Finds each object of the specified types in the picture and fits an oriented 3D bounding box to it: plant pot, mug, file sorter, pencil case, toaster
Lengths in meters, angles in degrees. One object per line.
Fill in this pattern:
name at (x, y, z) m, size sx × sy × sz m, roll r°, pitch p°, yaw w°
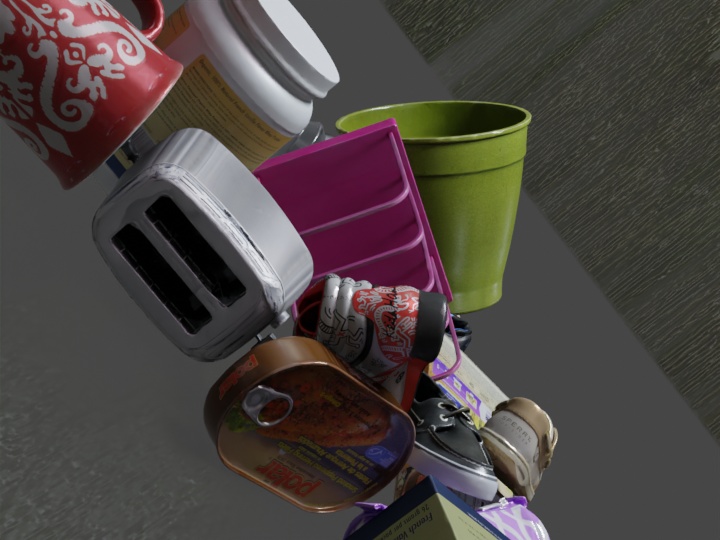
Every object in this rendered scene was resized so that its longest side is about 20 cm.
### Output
plant pot at (0.078, -0.061, 1.977) m, size 0.201 × 0.198 × 0.195 m, roll -77°, pitch 165°, yaw -74°
mug at (-0.250, -0.186, 1.481) m, size 0.200 × 0.133 × 0.178 m, roll 44°, pitch 20°, yaw -15°
file sorter at (0.000, 0.000, 1.684) m, size 0.126 × 0.138 × 0.201 m, roll -104°, pitch 175°, yaw -55°
pencil case at (0.070, 0.219, 1.485) m, size 0.199 × 0.083 × 0.086 m, roll 5°, pitch 89°, yaw -52°
toaster at (-0.128, -0.024, 1.496) m, size 0.200 × 0.113 × 0.129 m, roll 52°, pitch 15°, yaw -9°

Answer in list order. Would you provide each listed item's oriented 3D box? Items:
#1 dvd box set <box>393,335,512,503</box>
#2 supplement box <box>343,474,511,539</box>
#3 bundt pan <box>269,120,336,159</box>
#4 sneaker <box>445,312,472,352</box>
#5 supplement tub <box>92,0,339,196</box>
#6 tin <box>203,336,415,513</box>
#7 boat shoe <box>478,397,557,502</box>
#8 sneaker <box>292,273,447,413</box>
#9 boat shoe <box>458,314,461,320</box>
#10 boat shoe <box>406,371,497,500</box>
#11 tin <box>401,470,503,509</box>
dvd box set at (0.089, 0.169, 1.742) m, size 0.146 × 0.029 × 0.201 m, roll 44°, pitch 37°, yaw -34°
supplement box at (0.080, 0.289, 1.319) m, size 0.200 × 0.134 × 0.200 m, roll 41°, pitch 17°, yaw -39°
bundt pan at (-0.074, -0.117, 1.873) m, size 0.201 × 0.076 × 0.202 m, roll 39°, pitch -3°, yaw 2°
sneaker at (0.078, 0.101, 1.861) m, size 0.073 × 0.112 × 0.200 m, roll 50°, pitch 10°, yaw 37°
supplement tub at (-0.130, -0.142, 1.608) m, size 0.145 × 0.200 × 0.145 m, roll 48°, pitch 13°, yaw -16°
tin at (-0.038, 0.117, 1.437) m, size 0.200 × 0.112 × 0.042 m, roll 38°, pitch 9°, yaw -49°
boat shoe at (0.139, 0.150, 1.657) m, size 0.074 × 0.069 × 0.200 m, roll 41°, pitch -5°, yaw 9°
sneaker at (-0.003, 0.060, 1.496) m, size 0.202 × 0.107 × 0.068 m, roll 112°, pitch -12°, yaw -66°
boat shoe at (0.024, 0.018, 2.073) m, size 0.200 × 0.057 × 0.067 m, roll 43°, pitch 51°, yaw -21°
boat shoe at (0.062, 0.129, 1.560) m, size 0.068 × 0.057 × 0.200 m, roll 20°, pitch 6°, yaw -23°
tin at (0.106, 0.242, 1.644) m, size 0.200 × 0.042 × 0.113 m, roll 44°, pitch 35°, yaw -32°
